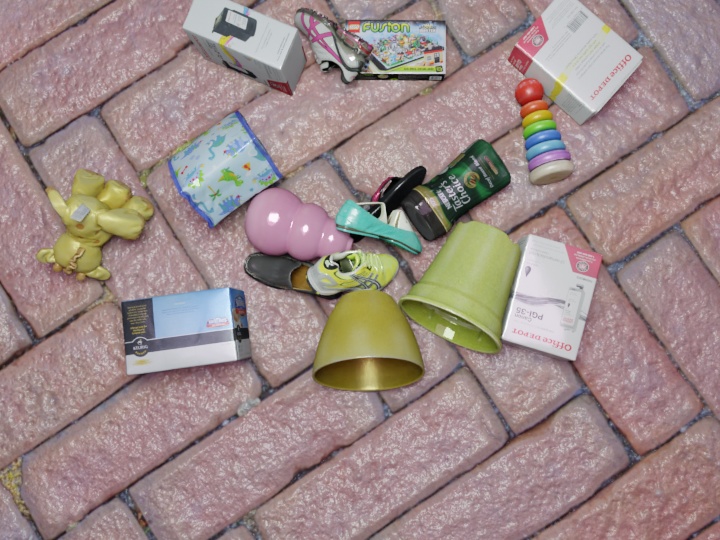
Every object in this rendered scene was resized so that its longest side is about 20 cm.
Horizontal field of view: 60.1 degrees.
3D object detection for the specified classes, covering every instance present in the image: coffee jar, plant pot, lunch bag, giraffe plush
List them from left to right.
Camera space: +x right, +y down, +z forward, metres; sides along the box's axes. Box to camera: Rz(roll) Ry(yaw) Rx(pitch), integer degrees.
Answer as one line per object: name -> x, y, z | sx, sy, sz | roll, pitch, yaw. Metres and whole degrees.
giraffe plush -> -0.502, -0.067, 1.153 | 0.172, 0.200, 0.163 | 32, 115, 0
lunch bag -> -0.260, -0.202, 1.155 | 0.169, 0.128, 0.200 | -35, 46, -2
plant pot -> 0.011, 0.120, 1.115 | 0.197, 0.201, 0.144 | -3, 63, 1
coffee jar -> 0.177, -0.148, 1.168 | 0.199, 0.085, 0.105 | -38, 99, -2
plant pot -> 0.196, 0.021, 1.118 | 0.199, 0.201, 0.186 | 28, 75, 3

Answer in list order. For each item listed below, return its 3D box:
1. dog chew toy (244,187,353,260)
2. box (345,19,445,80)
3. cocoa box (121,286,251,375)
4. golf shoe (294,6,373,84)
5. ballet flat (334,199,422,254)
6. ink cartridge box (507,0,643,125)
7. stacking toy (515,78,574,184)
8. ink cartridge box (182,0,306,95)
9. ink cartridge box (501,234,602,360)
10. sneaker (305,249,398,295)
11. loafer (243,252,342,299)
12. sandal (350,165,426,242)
dog chew toy -> -0.110, -0.075, 1.149 | 0.198, 0.125, 0.126 | 18, 86, 4
box -> 0.067, -0.433, 1.222 | 0.197, 0.035, 0.112 | 0, 85, 1
cocoa box -> -0.312, 0.109, 1.134 | 0.197, 0.133, 0.133 | -8, 85, 0
golf shoe -> -0.069, -0.434, 1.189 | 0.200, 0.072, 0.093 | 42, 110, 30
ballet flat -> 0.046, -0.084, 1.135 | 0.198, 0.067, 0.071 | 16, 96, -34
ink cartridge box -> 0.407, -0.403, 1.189 | 0.200, 0.083, 0.145 | 43, 88, 4
stacking toy -> 0.344, -0.271, 1.188 | 0.084, 0.085, 0.202 | -11, 79, 0
ink cartridge box -> -0.212, -0.425, 1.171 | 0.198, 0.146, 0.084 | 23, 88, 3
ink cartridge box -> 0.345, 0.052, 1.153 | 0.145, 0.083, 0.202 | 16, 86, 2
sneaker -> 0.000, 0.000, 1.126 | 0.199, 0.076, 0.076 | -11, 69, -40
loafer -> -0.127, 0.004, 1.170 | 0.198, 0.072, 0.074 | 11, 86, 2
sandal -> 0.044, -0.136, 1.182 | 0.200, 0.075, 0.045 | -42, 67, 1
